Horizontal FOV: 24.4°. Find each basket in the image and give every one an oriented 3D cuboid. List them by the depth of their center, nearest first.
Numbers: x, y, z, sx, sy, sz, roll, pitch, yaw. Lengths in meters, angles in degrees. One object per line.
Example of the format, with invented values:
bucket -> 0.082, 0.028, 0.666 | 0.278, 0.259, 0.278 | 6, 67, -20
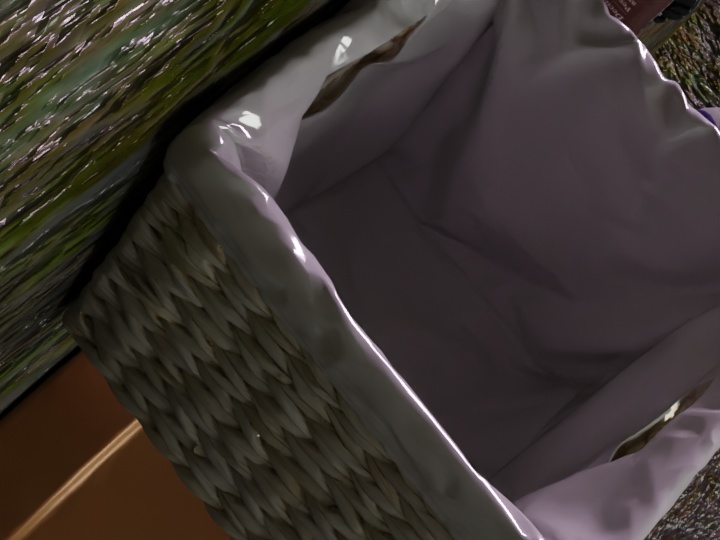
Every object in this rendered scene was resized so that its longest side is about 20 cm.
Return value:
basket -> 0.031, 0.013, 0.625 | 0.198, 0.200, 0.161 | -40, 178, -37

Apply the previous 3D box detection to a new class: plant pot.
plant pot -> -0.109, 0.121, 0.826 | 0.200, 0.140, 0.200 | -42, 177, -2

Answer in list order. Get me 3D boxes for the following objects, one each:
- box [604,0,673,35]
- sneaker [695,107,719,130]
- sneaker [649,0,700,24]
box -> 0.133, -0.168, 0.647 | 0.100, 0.075, 0.200 | -42, 178, -21
sneaker -> 0.076, -0.003, 0.758 | 0.145, 0.081, 0.200 | 3, 147, -22
sneaker -> 0.152, -0.180, 0.901 | 0.088, 0.075, 0.200 | -57, -177, -10
